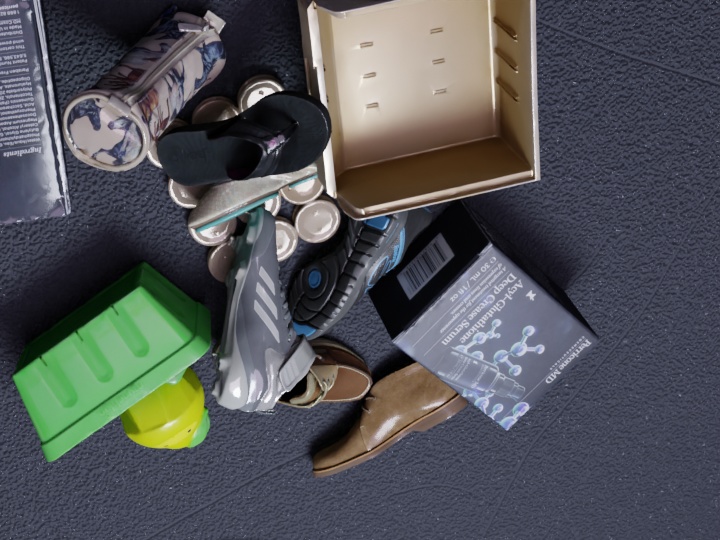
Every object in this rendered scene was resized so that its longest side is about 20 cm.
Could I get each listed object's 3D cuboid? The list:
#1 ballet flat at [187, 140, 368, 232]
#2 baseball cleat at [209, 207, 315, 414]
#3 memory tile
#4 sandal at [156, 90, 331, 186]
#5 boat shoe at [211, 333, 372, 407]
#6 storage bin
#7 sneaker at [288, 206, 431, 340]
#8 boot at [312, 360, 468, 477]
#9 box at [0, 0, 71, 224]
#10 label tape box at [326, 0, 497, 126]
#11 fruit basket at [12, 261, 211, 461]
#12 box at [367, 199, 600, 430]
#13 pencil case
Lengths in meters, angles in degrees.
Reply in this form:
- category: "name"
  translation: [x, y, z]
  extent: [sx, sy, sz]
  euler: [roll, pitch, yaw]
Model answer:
- category: "ballet flat"
  translation: [-0.086, -0.102, 1.347]
  extent: [0.198, 0.067, 0.063]
  euler: [-24, 96, -7]
- category: "baseball cleat"
  translation: [-0.091, 0.043, 1.382]
  extent: [0.105, 0.070, 0.203]
  euler: [13, 88, -18]
- category: "memory tile"
  translation: [-0.114, -0.090, 1.381]
  extent: [0.152, 0.017, 0.201]
  euler: [-26, 124, -2]
- category: "sandal"
  translation: [-0.110, -0.109, 1.267]
  extent: [0.199, 0.048, 0.076]
  euler: [-13, 118, 34]
- category: "boat shoe"
  translation: [-0.068, 0.117, 1.472]
  extent: [0.198, 0.074, 0.076]
  euler: [14, 116, -38]
- category: "storage bin"
  translation: [0.055, -0.171, 1.258]
  extent: [0.196, 0.094, 0.202]
  euler: [-13, 121, -12]
- category: "sneaker"
  translation: [0.000, 0.000, 1.437]
  extent: [0.081, 0.074, 0.200]
  euler: [7, 132, -49]
- category: "boot"
  translation: [0.021, 0.165, 1.560]
  extent: [0.199, 0.074, 0.076]
  euler: [-32, 96, 10]
- category: "box"
  translation: [-0.318, -0.170, 1.156]
  extent: [0.122, 0.201, 0.199]
  euler: [-10, 122, -10]
- category: "label tape box"
  translation: [0.028, -0.260, 1.296]
  extent: [0.142, 0.066, 0.201]
  euler: [-31, 122, 1]
- category: "fruit basket"
  translation: [-0.226, 0.121, 1.404]
  extent: [0.213, 0.156, 0.219]
  euler: [-2, 106, -5]
- category: "box"
  translation: [0.133, 0.050, 1.489]
  extent: [0.148, 0.107, 0.199]
  euler: [-45, 123, 11]
- category: "pencil case"
  translation: [-0.187, -0.161, 1.207]
  extent: [0.077, 0.201, 0.090]
  euler: [31, 126, -2]
